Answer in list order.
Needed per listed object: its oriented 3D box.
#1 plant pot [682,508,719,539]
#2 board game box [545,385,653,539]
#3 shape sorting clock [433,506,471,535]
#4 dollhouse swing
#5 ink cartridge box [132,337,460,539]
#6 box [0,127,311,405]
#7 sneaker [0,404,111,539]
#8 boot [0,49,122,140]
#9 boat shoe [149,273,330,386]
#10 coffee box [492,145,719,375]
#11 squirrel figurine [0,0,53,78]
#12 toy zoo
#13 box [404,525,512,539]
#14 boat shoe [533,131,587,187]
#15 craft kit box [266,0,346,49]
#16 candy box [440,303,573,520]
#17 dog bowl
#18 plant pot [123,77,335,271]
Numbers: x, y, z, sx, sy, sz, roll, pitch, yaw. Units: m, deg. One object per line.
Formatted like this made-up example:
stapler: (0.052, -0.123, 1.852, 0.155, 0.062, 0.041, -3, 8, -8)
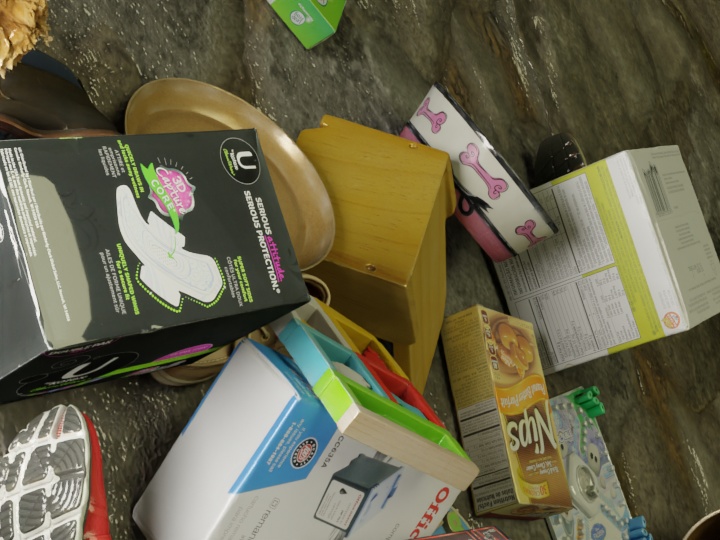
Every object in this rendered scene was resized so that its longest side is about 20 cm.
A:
plant pot: (0.486, 0.378, 1.550, 0.200, 0.184, 0.189, 19, 53, -67)
board game box: (0.251, 0.237, 1.409, 0.199, 0.026, 0.203, -8, 77, -58)
shape sorting clock: (0.069, 0.282, 1.089, 0.199, 0.039, 0.203, 35, 43, -41)
dollhouse swing: (0.000, 0.000, 1.177, 0.179, 0.177, 0.201, 17, 42, 2)
ink cartridge box: (-0.037, 0.157, 0.899, 0.199, 0.148, 0.086, 30, 6, -43)
box: (-0.160, -0.002, 0.796, 0.198, 0.148, 0.126, -9, 77, -45)
sneaker: (-0.174, 0.185, 0.772, 0.085, 0.076, 0.204, 24, 56, -62)
boot: (-0.249, -0.103, 0.857, 0.199, 0.075, 0.098, 9, 41, -50)
boat shoe: (-0.092, 0.034, 0.980, 0.199, 0.069, 0.075, -21, 88, -59)
coffee box: (0.282, -0.012, 1.454, 0.199, 0.196, 0.203, -11, 80, -59)
squirrel figurine: (-0.273, -0.186, 0.738, 0.199, 0.185, 0.144, 4, 66, -55)
toy zoo: (-0.007, 0.068, 0.903, 0.131, 0.021, 0.200, 32, 12, -40)
box: (0.024, 0.262, 0.924, 0.198, 0.139, 0.040, 3, 25, -45)
boat shoe: (0.274, -0.073, 1.613, 0.074, 0.075, 0.204, -6, 83, -63)
craft kit box: (-0.080, -0.358, 1.285, 0.200, 0.048, 0.199, 47, 39, -28)
candy box: (0.146, 0.145, 1.281, 0.115, 0.055, 0.203, 17, 56, -51)
dog bowl: (0.115, -0.094, 1.311, 0.201, 0.074, 0.200, 49, 6, -7)
plant pot: (-0.107, -0.071, 1.022, 0.198, 0.028, 0.202, 28, 36, -23)
